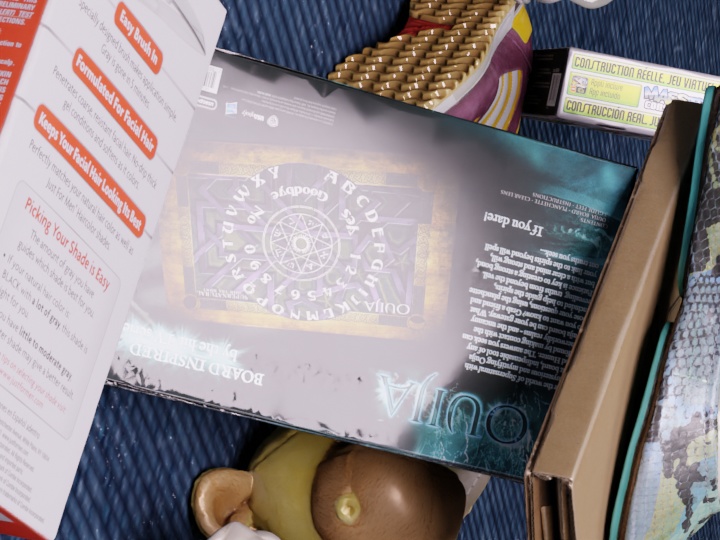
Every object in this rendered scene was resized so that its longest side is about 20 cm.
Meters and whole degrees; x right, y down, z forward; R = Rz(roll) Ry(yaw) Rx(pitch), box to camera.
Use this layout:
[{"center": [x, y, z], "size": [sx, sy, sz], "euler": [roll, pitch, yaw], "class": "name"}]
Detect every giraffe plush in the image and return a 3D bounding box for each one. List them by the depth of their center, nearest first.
[{"center": [0.006, 0.062, 1.034], "size": [0.162, 0.173, 0.200], "euler": [-67, -169, -8], "class": "giraffe plush"}]

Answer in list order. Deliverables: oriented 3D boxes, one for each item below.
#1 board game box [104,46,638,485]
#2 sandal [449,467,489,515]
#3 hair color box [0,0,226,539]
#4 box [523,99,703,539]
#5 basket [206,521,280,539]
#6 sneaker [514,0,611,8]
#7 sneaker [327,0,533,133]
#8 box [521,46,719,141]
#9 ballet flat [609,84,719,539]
[{"center": [0.000, 0.000, 0.913], "size": [0.028, 0.200, 0.135], "euler": [179, -75, -72], "class": "board game box"}, {"center": [0.012, 0.123, 1.176], "size": [0.070, 0.078, 0.212], "euler": [178, -70, -80], "class": "sandal"}, {"center": [-0.116, -0.026, 0.763], "size": [0.111, 0.064, 0.200], "euler": [53, 51, -60], "class": "hair color box"}, {"center": [0.107, 0.057, 0.949], "size": [0.164, 0.021, 0.200], "euler": [81, 26, -47], "class": "box"}, {"center": [-0.020, 0.197, 0.960], "size": [0.136, 0.123, 0.200], "euler": [-49, 155, -3], "class": "basket"}, {"center": [0.066, -0.168, 1.087], "size": [0.074, 0.089, 0.200], "euler": [-44, 153, 23], "class": "sneaker"}, {"center": [0.039, -0.072, 1.124], "size": [0.200, 0.075, 0.090], "euler": [-50, 137, -52], "class": "sneaker"}, {"center": [0.137, -0.087, 1.211], "size": [0.200, 0.110, 0.035], "euler": [-143, -117, -82], "class": "box"}, {"center": [0.146, 0.023, 0.902], "size": [0.074, 0.074, 0.200], "euler": [28, 74, -68], "class": "ballet flat"}]
